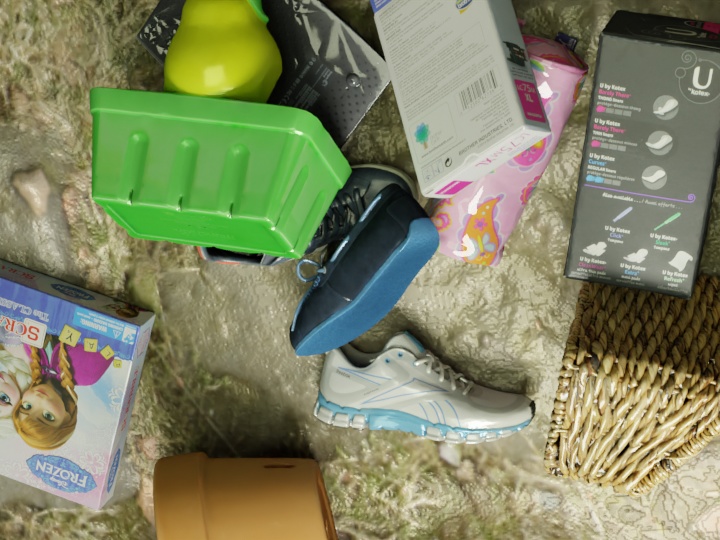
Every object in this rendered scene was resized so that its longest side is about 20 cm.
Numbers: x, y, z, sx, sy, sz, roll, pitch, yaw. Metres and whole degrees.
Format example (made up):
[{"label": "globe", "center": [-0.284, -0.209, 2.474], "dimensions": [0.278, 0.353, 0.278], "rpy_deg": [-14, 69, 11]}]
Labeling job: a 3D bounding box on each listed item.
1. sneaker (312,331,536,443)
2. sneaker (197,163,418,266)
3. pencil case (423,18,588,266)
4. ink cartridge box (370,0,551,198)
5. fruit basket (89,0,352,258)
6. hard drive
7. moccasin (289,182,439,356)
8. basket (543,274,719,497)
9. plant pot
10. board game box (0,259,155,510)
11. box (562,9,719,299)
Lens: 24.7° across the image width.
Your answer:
[{"label": "sneaker", "center": [0.055, 0.099, 1.444], "dimensions": [0.200, 0.075, 0.087], "rpy_deg": [5, 102, 13]}, {"label": "sneaker", "center": [-0.050, -0.039, 1.420], "dimensions": [0.200, 0.085, 0.075], "rpy_deg": [-13, 103, 18]}, {"label": "pencil case", "center": [0.115, -0.103, 1.360], "dimensions": [0.087, 0.087, 0.200], "rpy_deg": [25, 111, 6]}, {"label": "ink cartridge box", "center": [0.075, -0.173, 1.319], "dimensions": [0.119, 0.042, 0.200], "rpy_deg": [-32, 66, 41]}, {"label": "fruit basket", "center": [-0.114, -0.128, 1.355], "dimensions": [0.215, 0.156, 0.216], "rpy_deg": [-5, 69, 13]}, {"label": "hard drive", "center": [-0.078, -0.186, 1.404], "dimensions": [0.200, 0.042, 0.135], "rpy_deg": [38, 112, 1]}, {"label": "moccasin", "center": [0.000, 0.000, 1.395], "dimensions": [0.200, 0.080, 0.068], "rpy_deg": [-45, 63, 38]}, {"label": "basket", "center": [0.235, 0.095, 1.322], "dimensions": [0.149, 0.200, 0.143], "rpy_deg": [11, 117, 9]}, {"label": "plant pot", "center": [-0.093, 0.252, 1.475], "dimensions": [0.140, 0.200, 0.200], "rpy_deg": [-12, 104, 1]}, {"label": "board game box", "center": [-0.311, 0.103, 1.555], "dimensions": [0.200, 0.041, 0.200], "rpy_deg": [18, 111, 9]}, {"label": "box", "center": [0.232, -0.094, 1.308], "dimensions": [0.106, 0.122, 0.200], "rpy_deg": [10, 110, 11]}]
